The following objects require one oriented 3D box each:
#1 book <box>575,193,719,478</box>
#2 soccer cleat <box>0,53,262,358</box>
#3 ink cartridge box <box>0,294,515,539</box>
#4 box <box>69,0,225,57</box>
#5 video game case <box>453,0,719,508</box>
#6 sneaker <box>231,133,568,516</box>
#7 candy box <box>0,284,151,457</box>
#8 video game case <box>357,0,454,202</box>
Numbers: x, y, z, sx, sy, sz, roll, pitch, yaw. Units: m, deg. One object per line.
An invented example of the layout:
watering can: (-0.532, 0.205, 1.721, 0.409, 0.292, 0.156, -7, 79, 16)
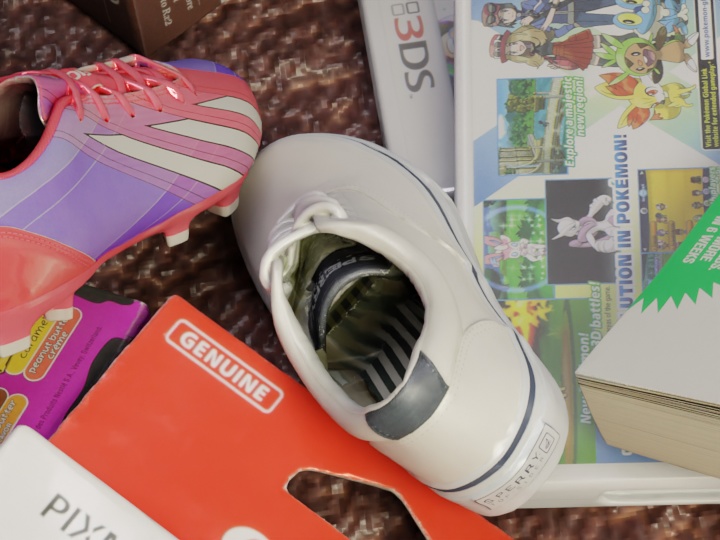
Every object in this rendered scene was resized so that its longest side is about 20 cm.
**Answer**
book: (0.182, 0.017, 0.845, 0.200, 0.048, 0.134, 12, 51, 42)
soccer cleat: (-0.089, -0.040, 0.913, 0.066, 0.077, 0.200, 4, 25, 26)
ink cartridge box: (-0.027, 0.113, 0.835, 0.200, 0.044, 0.174, 35, 62, 8)
box: (-0.129, -0.179, 1.087, 0.200, 0.100, 0.075, 35, 63, 31)
video game case: (0.122, -0.014, 0.952, 0.182, 0.022, 0.201, -1, 60, 4)
sneaker: (0.000, 0.000, 0.913, 0.073, 0.071, 0.200, -49, 37, 4)
candy box: (-0.182, 0.051, 0.931, 0.199, 0.061, 0.137, 17, 56, 19)
video game case: (0.099, -0.103, 1.045, 0.199, 0.024, 0.182, -9, 51, -1)
